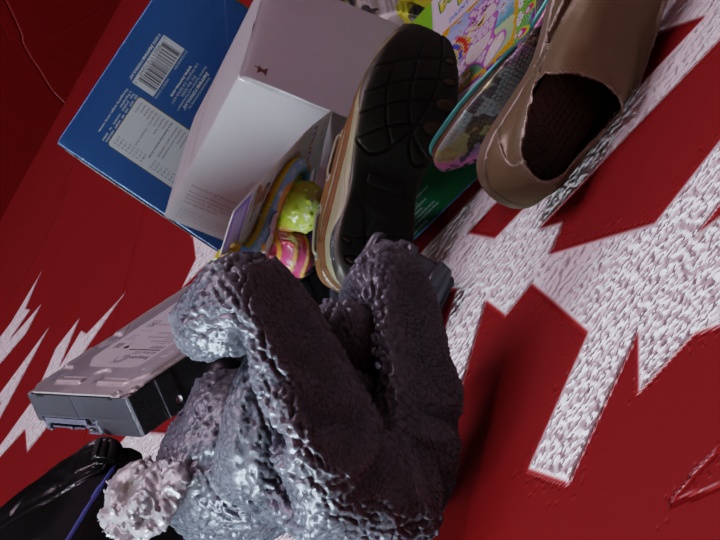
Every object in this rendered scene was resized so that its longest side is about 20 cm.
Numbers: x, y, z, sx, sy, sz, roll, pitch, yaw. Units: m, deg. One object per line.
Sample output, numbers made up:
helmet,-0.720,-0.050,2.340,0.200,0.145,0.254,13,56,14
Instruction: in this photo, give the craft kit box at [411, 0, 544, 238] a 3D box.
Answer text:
craft kit box,0.085,-0.153,1.493,0.200,0.048,0.198,-45,24,36

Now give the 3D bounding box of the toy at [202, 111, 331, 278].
toy,-0.054,-0.026,1.446,0.200,0.047,0.116,-45,-23,-58

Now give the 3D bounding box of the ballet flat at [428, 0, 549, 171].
ballet flat,0.127,-0.135,1.324,0.200,0.071,0.069,-53,-14,4

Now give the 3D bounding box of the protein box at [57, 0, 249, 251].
protein box,-0.136,-0.139,1.834,0.199,0.199,0.135,-56,5,-1

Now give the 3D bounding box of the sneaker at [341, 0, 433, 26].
sneaker,0.050,-0.239,1.679,0.084,0.075,0.200,-31,39,-24

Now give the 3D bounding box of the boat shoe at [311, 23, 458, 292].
boat shoe,0.008,-0.078,1.421,0.074,0.075,0.201,-13,56,63

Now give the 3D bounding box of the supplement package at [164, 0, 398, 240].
supplement package,-0.065,-0.118,1.615,0.200,0.117,0.117,125,163,-52

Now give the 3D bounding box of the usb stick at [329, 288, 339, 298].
usb stick,0.000,0.000,1.471,0.055,0.033,0.200,-34,29,21

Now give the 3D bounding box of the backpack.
backpack,-0.214,0.244,1.440,0.200,0.147,0.183,-31,24,37

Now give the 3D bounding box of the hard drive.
hard drive,-0.132,0.056,1.486,0.200,0.038,0.139,-35,20,-34

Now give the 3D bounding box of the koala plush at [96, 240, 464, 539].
koala plush,-0.053,0.106,1.180,0.200,0.177,0.185,-33,69,39

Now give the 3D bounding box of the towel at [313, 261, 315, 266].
towel,-0.090,0.085,1.599,0.200,0.036,0.149,-51,16,21

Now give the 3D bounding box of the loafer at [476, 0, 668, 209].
loafer,0.144,-0.127,1.264,0.201,0.076,0.067,-65,19,0

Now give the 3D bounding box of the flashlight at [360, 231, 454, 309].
flashlight,-0.009,0.076,1.330,0.068,0.068,0.201,18,75,39
